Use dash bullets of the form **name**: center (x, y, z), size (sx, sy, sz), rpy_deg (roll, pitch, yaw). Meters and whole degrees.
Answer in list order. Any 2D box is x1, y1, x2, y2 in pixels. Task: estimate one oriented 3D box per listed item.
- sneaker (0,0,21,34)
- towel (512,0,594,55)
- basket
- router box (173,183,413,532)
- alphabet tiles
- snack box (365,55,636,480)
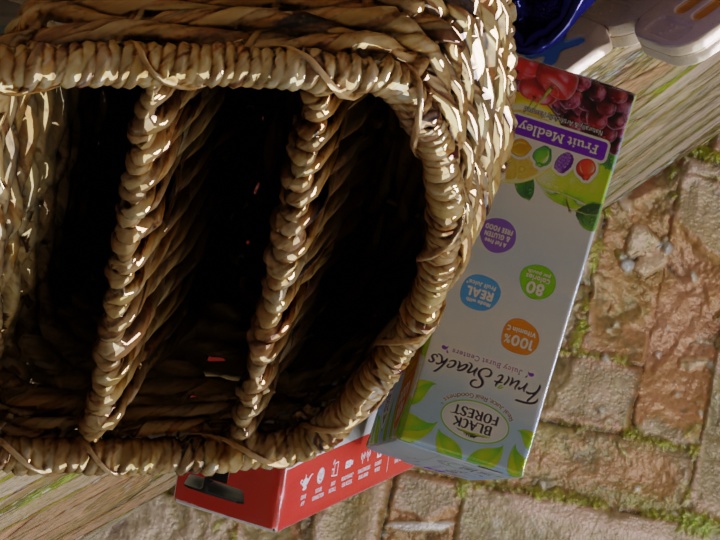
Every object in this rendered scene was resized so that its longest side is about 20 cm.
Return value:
- **sneaker**: center (-0.152, -0.022, 0.844), size (0.200, 0.082, 0.074), rpy_deg (-31, 135, -36)
- **towel**: center (0.105, -0.165, 1.020), size (0.148, 0.049, 0.200), rpy_deg (-55, 177, 22)
- **basket**: center (-0.040, -0.015, 0.873), size (0.149, 0.142, 0.201), rpy_deg (-57, 170, -42)
- **router box**: center (0.000, 0.000, 1.154), size (0.200, 0.049, 0.181), rpy_deg (-17, 119, -65)
- **alphabet tiles**: center (0.113, -0.134, 1.146), size (0.195, 0.015, 0.200), rpy_deg (-37, -149, -16)
- **snack box**: center (0.049, 0.006, 1.047), size (0.200, 0.053, 0.143), rpy_deg (119, -14, -84)
